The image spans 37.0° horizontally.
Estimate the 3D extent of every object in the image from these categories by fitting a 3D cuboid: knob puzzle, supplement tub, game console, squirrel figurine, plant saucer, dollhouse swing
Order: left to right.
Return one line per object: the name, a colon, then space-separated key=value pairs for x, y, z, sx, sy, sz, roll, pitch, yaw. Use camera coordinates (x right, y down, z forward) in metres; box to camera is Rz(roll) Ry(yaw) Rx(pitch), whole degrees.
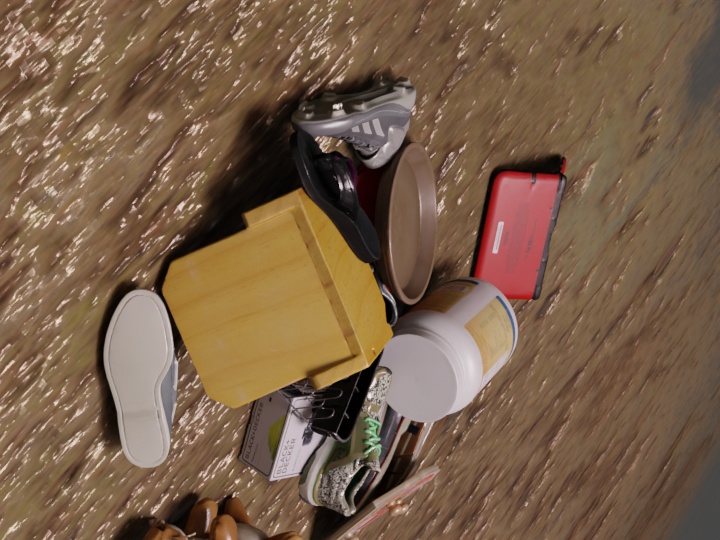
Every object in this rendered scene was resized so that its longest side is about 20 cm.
squirrel figurine: x=-0.195 y=0.375 z=1.273 sx=0.185 sy=0.141 sz=0.203 roll=4 pitch=105 yaw=-45
dollhouse swing: x=-0.092 y=0.030 z=1.199 sx=0.202 sy=0.174 sz=0.182 roll=66 pitch=18 yaw=-6
knob puzzle: x=0.046 y=0.341 z=1.550 sx=0.218 sy=0.031 sz=0.220 roll=-33 pitch=166 yaw=-10
plant saucer: x=0.057 y=-0.060 z=1.353 sx=0.200 sy=0.029 sz=0.204 roll=3 pitch=90 yaw=-71
supplement tub: x=0.116 y=0.106 z=1.459 sx=0.200 sy=0.143 sz=0.147 roll=-34 pitch=136 yaw=-55
game console: x=0.244 y=-0.069 z=1.653 sx=0.170 sy=0.119 sz=0.203 roll=2 pitch=112 yaw=-18

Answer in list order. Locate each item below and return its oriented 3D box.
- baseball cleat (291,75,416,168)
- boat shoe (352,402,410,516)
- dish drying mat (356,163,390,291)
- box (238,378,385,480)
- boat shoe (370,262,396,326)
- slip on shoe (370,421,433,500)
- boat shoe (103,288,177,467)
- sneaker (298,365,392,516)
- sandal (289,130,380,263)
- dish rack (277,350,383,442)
baseball cleat: x=-0.002 y=-0.160 z=1.245 sx=0.199 sy=0.069 sz=0.108 roll=-24 pitch=128 yaw=-41
boat shoe: x=0.021 y=0.242 z=1.508 sx=0.202 sy=0.062 sz=0.071 roll=-63 pitch=174 yaw=-10
dish drying mat: x=0.036 y=-0.065 z=1.393 sx=0.077 sy=0.018 sz=0.201 roll=-44 pitch=140 yaw=-24
box: x=-0.057 y=0.198 z=1.398 sx=0.199 sy=0.060 sz=0.118 roll=4 pitch=108 yaw=-52
boat shoe: x=0.000 y=0.000 z=1.336 sx=0.073 sy=0.061 sz=0.201 roll=-47 pitch=141 yaw=-23
slip on shoe: x=0.059 y=0.245 z=1.572 sx=0.202 sy=0.075 sz=0.061 roll=-64 pitch=161 yaw=-8
boat shoe: x=-0.229 y=0.107 z=1.146 sx=0.062 sy=0.072 sz=0.203 roll=-91 pitch=-178 yaw=-69
sneaker: x=0.004 y=0.221 z=1.361 sx=0.077 sy=0.088 sz=0.202 roll=26 pitch=89 yaw=-54
sandal: x=-0.017 y=-0.088 z=1.186 sx=0.047 sy=0.076 sz=0.201 roll=-21 pitch=137 yaw=17
dish rack: x=-0.058 y=0.091 z=1.282 sx=0.201 sy=0.054 sz=0.155 roll=52 pitch=47 yaw=-38
